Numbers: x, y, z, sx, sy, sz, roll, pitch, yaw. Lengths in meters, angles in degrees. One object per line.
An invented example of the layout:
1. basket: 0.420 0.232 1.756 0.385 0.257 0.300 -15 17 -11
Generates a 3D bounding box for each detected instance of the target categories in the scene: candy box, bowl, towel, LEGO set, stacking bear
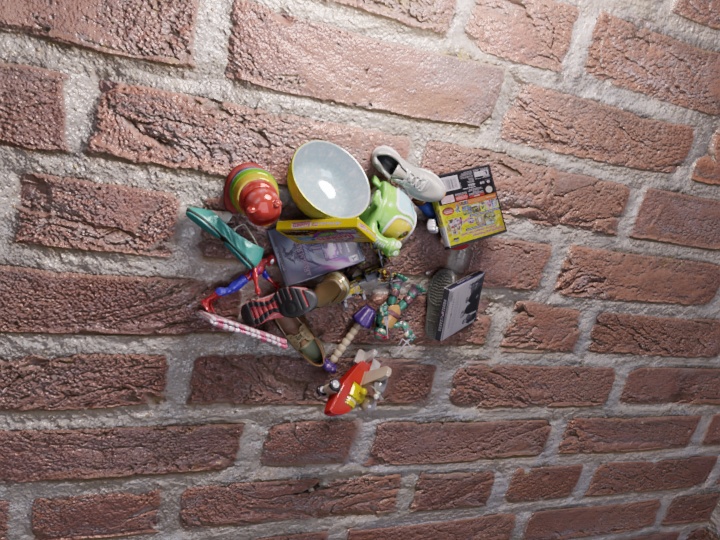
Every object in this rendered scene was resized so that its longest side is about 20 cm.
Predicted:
1. candy box: -0.075 -0.086 1.285 0.102 0.199 0.027 30 63 -62
2. bowl: -0.089 -0.181 1.319 0.200 0.201 0.108 20 146 -27
3. towel: -0.282 0.140 1.370 0.199 0.146 0.030 23 81 -27
4. LEGO set: 0.000 0.000 1.437 0.199 0.116 0.154 -14 116 -15
5. stacking bear: -0.220 -0.154 1.238 0.121 0.200 0.114 -11 115 -17

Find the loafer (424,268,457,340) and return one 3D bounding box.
1. loafer: 0.223 0.088 1.600 0.070 0.075 0.201 -13 119 -56

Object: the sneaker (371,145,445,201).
1. sneaker: 0.107 -0.217 1.362 0.200 0.092 0.076 30 108 0

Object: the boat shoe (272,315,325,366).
1. boat shoe: -0.147 0.167 1.477 0.076 0.074 0.200 -39 120 -2

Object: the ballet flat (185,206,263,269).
1. ballet flat: -0.297 -0.089 1.313 0.200 0.067 0.070 43 71 -18

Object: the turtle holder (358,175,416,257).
1. turtle holder: 0.065 -0.125 1.365 0.131 0.186 0.141 26 103 -19

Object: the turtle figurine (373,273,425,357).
1. turtle figurine: 0.086 0.116 1.533 0.150 0.101 0.201 32 82 -45

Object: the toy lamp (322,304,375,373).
1. toy lamp: -0.029 0.179 1.539 0.058 0.058 0.200 30 101 -29

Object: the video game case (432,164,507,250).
1. video game case: 0.268 -0.161 1.460 0.199 0.025 0.181 -16 91 -30

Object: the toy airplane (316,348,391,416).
1. toy airplane: -0.003 0.301 1.518 0.199 0.200 0.141 -37 93 1

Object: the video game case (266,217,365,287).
1. video game case: -0.105 -0.058 1.382 0.199 0.019 0.143 -19 82 -12

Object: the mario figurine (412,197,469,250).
1. mario figurine: 0.225 -0.133 1.475 0.123 0.106 0.200 -38 117 9

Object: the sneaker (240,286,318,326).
1. sneaker: -0.184 0.074 1.380 0.199 0.087 0.074 -13 96 21

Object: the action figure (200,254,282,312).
1. action figure: -0.264 0.046 1.372 0.200 0.065 0.099 -41 87 -2

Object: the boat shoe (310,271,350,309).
1. boat shoe: -0.091 0.062 1.384 0.076 0.200 0.072 -31 86 -31

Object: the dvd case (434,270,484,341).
1. dvd case: 0.271 0.093 1.581 0.200 0.025 0.151 -19 123 -49
